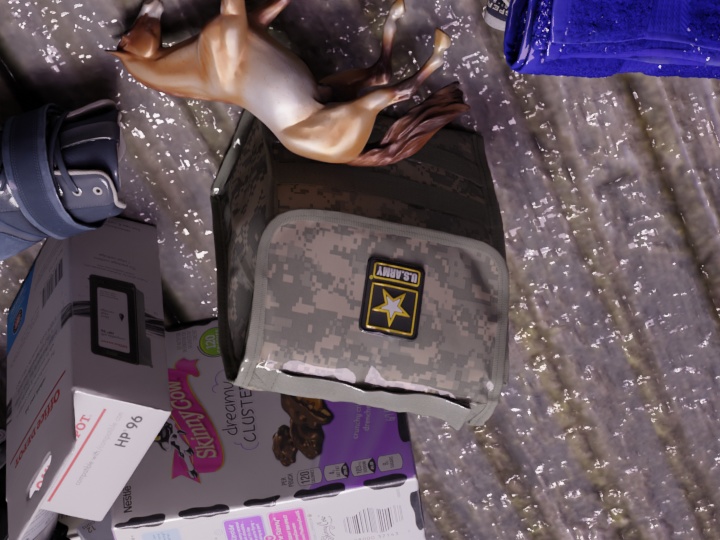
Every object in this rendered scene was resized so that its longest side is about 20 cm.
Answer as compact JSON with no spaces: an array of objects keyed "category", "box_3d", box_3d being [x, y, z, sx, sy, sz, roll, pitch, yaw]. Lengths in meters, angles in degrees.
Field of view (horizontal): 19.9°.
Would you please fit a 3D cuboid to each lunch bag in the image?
[{"category":"lunch bag","box_3d":[0.000,0.000,1.242,0.163,0.201,0.118,11,133,-18]}]

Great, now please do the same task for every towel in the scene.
[{"category":"towel","box_3d":[0.176,-0.175,1.128,0.199,0.049,0.149,-1,108,-34]}]

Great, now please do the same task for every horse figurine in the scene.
[{"category":"horse figurine","box_3d":[-0.034,-0.120,1.193,0.199,0.050,0.133,33,106,-10]}]

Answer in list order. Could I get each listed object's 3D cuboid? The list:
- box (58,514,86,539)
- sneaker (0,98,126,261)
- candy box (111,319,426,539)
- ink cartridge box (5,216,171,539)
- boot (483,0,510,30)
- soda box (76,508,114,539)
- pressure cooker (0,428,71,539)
[{"category":"box","box_3d":[-0.176,0.229,1.541,0.082,0.069,0.201,-15,135,5]},{"category":"sneaker","box_3d":[-0.221,-0.080,1.201,0.145,0.077,0.202,-14,147,21]},{"category":"candy box","box_3d":[-0.066,0.112,1.368,0.199,0.168,0.072,-10,136,0]},{"category":"ink cartridge box","box_3d":[-0.173,0.073,1.287,0.067,0.201,0.116,15,132,-23]},{"category":"boot","box_3d":[0.096,-0.176,1.166,0.199,0.074,0.096,22,121,-29]},{"category":"soda box","box_3d":[-0.093,0.167,1.437,0.199,0.068,0.064,-31,138,-15]},{"category":"pressure cooker","box_3d":[-0.286,0.184,1.364,0.199,0.176,0.179,25,149,7]}]
